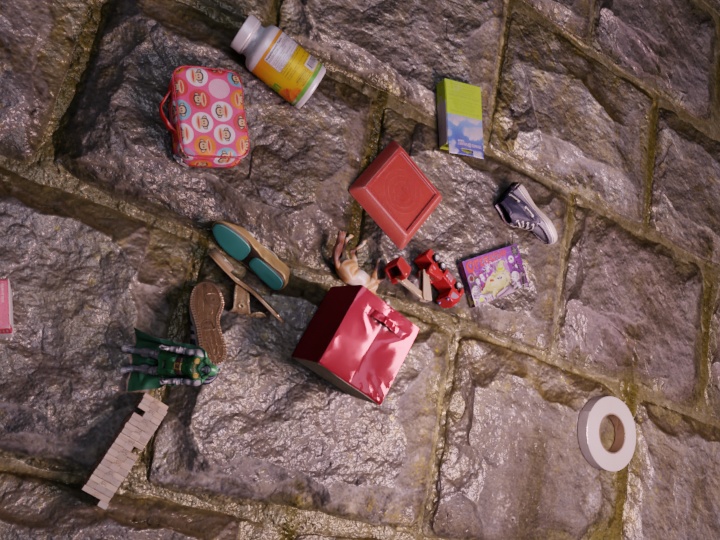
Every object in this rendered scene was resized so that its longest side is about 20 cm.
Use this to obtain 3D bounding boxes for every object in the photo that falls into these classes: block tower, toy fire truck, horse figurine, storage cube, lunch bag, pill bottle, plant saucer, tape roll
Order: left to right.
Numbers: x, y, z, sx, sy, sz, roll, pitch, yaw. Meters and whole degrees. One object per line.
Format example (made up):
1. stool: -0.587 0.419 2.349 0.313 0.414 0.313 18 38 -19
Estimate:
1. block tower: -0.430 0.324 1.137 0.057 0.054 0.202 35 66 -17
2. lunch bag: -0.327 -0.318 1.293 0.173 0.082 0.204 -3 83 -28
3. pill bottle: -0.184 -0.465 1.381 0.199 0.111 0.112 36 66 -18
4. storage cube: -0.012 0.154 1.319 0.170 0.199 0.181 36 73 -19
5. horse figurine: 0.000 0.000 1.434 0.199 0.050 0.134 40 59 -20
6. plant saucer: 0.098 -0.191 1.529 0.200 0.037 0.200 47 63 -13
7. toy fire truck: 0.157 0.026 1.494 0.201 0.048 0.141 50 47 -13
8. tape roll: 0.686 0.451 1.734 0.200 0.037 0.207 5 79 -28

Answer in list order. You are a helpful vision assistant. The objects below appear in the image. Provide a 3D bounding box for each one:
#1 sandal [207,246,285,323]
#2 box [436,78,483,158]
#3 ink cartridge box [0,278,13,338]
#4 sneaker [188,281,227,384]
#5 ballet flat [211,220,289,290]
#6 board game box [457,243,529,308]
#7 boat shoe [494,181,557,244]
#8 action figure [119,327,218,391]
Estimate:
1. sandal: -0.252 0.053 1.285 0.070 0.078 0.212 -43 97 -7
2. box: 0.264 -0.394 1.649 0.120 0.047 0.204 4 79 -27
3. ink cartridge box: -0.670 0.068 0.999 0.197 0.145 0.085 -3 81 -29
4. sneaker: -0.310 0.127 1.238 0.069 0.109 0.202 4 49 -25
5. ballet flat: -0.229 -0.040 1.318 0.200 0.068 0.063 46 36 -17
6. board game box: 0.350 0.012 1.636 0.197 0.032 0.122 -17 85 -30
7. boat shoe: 0.445 -0.133 1.695 0.092 0.075 0.201 -40 93 -21
8. action figure: -0.347 0.171 1.142 0.055 0.196 0.121 3 89 -72
